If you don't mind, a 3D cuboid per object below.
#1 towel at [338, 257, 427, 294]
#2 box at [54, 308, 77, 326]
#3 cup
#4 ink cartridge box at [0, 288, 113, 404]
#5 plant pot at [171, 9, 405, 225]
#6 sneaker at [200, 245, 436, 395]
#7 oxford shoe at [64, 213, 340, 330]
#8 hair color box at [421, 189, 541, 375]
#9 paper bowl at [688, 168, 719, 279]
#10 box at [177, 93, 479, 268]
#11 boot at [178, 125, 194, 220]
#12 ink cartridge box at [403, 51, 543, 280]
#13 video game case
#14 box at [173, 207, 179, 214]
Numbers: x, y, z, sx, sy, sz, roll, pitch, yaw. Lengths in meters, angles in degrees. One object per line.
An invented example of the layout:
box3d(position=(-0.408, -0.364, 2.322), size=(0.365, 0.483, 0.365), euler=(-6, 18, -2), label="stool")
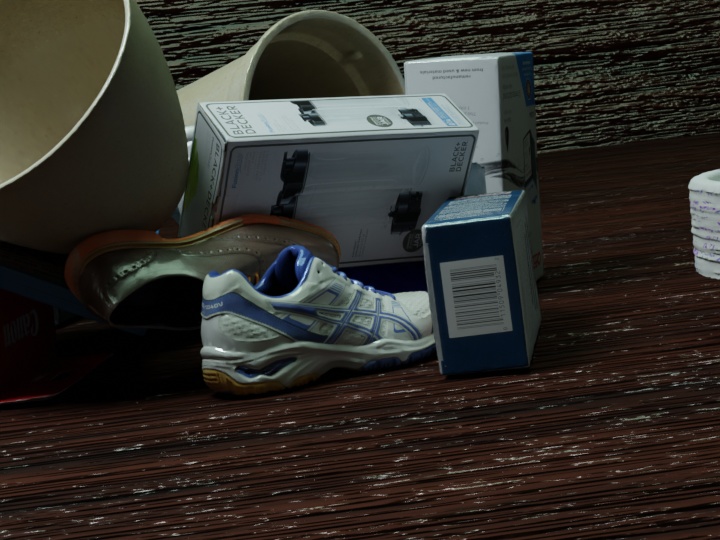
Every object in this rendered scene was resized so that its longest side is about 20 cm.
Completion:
box3d(position=(0.000, 0.000, 1.373), size=(0.200, 0.050, 0.148), euler=(-13, 32, -33), label="towel")
box3d(position=(-0.355, -0.006, 1.678), size=(0.200, 0.115, 0.132), euler=(-4, 7, 12), label="box")
box3d(position=(-0.198, -0.090, 1.251), size=(0.200, 0.200, 0.143), euler=(-1, -33, 36), label="cup")
box3d(position=(-0.285, 0.044, 1.304), size=(0.175, 0.084, 0.200), euler=(-4, 7, 4), label="ink cartridge box")
box3d(position=(-0.083, -0.107, 1.566), size=(0.200, 0.201, 0.183), euler=(-12, 2, -44), label="plant pot")
box3d(position=(-0.018, 0.024, 1.213), size=(0.200, 0.088, 0.075), euler=(-11, 7, -41), label="sneaker")
box3d(position=(-0.096, 0.011, 1.237), size=(0.200, 0.071, 0.073), euler=(-8, 36, -27), label="oxford shoe")
box3d(position=(0.085, 0.004, 1.234), size=(0.060, 0.100, 0.200), euler=(-6, 6, 9), label="hair color box")
box3d(position=(0.322, -0.020, 1.205), size=(0.200, 0.104, 0.201), euler=(-5, 6, 1), label="paper bowl")
box3d(position=(-0.024, -0.063, 1.314), size=(0.200, 0.117, 0.060), euler=(-6, 36, -25), label="box")
box3d(position=(-0.056, -0.085, 1.406), size=(0.200, 0.096, 0.074), euler=(-10, -16, -34), label="boot")
box3d(position=(0.097, -0.081, 1.529), size=(0.086, 0.200, 0.146), euler=(-3, 8, 17), label="ink cartridge box")
box3d(position=(-0.218, -0.024, 1.324), size=(0.143, 0.018, 0.200), euler=(20, 21, -13), label="video game case")
box3d(position=(-0.239, -0.079, 1.463), size=(0.200, 0.095, 0.078), euler=(-16, 41, 22), label="box")
